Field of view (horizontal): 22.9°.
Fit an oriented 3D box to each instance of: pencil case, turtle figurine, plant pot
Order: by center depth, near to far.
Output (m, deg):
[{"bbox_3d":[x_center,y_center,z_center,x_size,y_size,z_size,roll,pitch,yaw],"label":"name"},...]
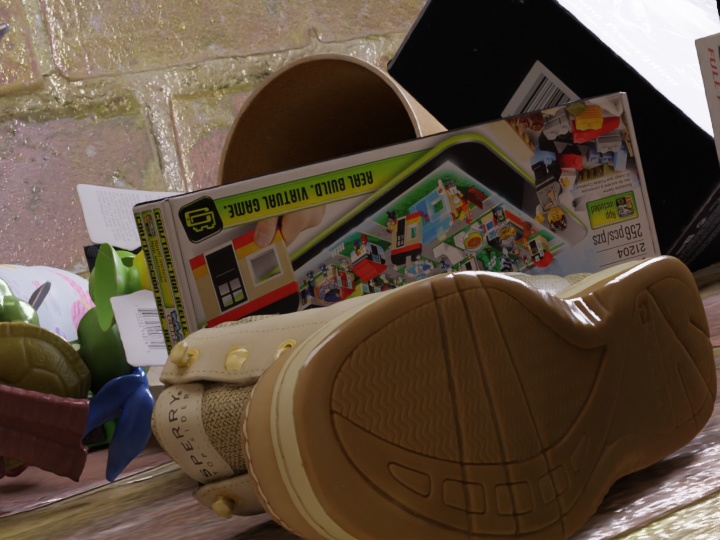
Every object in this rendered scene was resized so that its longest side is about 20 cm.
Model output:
[{"bbox_3d":[-0.199,0.035,0.760,0.193,0.200,0.144,-20,-23,-21],"label":"turtle figurine"},{"bbox_3d":[-0.195,0.041,0.970,0.083,0.091,0.200,-22,-2,8],"label":"pencil case"},{"bbox_3d":[0.025,-0.054,1.355,0.186,0.187,0.200,-11,-11,34],"label":"plant pot"}]

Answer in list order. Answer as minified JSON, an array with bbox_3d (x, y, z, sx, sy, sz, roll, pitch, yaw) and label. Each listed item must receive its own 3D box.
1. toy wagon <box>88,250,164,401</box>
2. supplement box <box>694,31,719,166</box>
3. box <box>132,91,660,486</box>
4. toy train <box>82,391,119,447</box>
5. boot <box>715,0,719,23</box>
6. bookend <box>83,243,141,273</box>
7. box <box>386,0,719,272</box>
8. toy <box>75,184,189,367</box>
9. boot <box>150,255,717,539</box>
[{"bbox_3d":[-0.031,0.008,0.861,0.200,0.040,0.155,-28,34,-27],"label":"toy wagon"},{"bbox_3d":[0.259,-0.066,0.795,0.199,0.126,0.073,-14,4,-24],"label":"supplement box"},{"bbox_3d":[0.023,0.005,0.673,0.200,0.110,0.035,-15,4,-26],"label":"box"},{"bbox_3d":[-0.076,0.054,0.877,0.199,0.042,0.056,-13,13,5],"label":"toy train"},{"bbox_3d":[0.289,-0.120,0.875,0.200,0.189,0.068,-25,7,5],"label":"boot"},{"bbox_3d":[-0.164,-0.004,1.746,0.199,0.092,0.199,-15,2,-9],"label":"bookend"},{"bbox_3d":[0.153,-0.100,1.020,0.182,0.200,0.104,-17,-33,-53],"label":"box"},{"bbox_3d":[-0.017,0.015,0.752,0.199,0.047,0.115,5,36,-25],"label":"toy"},{"bbox_3d":[-0.006,0.041,0.502,0.155,0.073,0.200,-10,3,34],"label":"boot"}]
